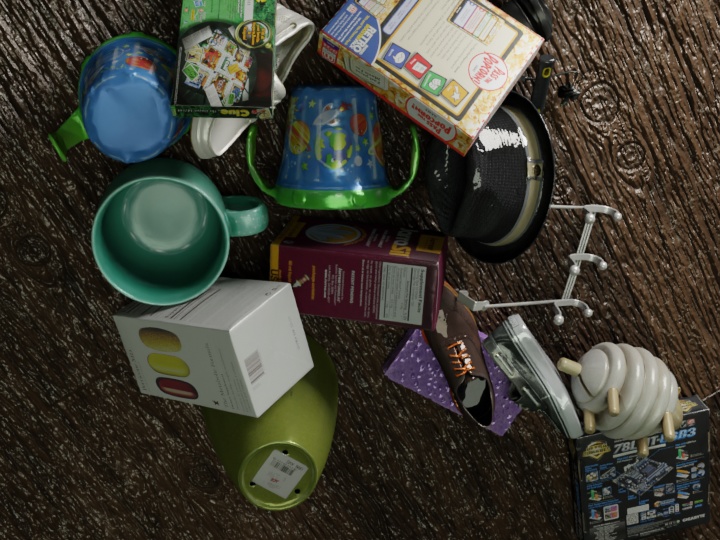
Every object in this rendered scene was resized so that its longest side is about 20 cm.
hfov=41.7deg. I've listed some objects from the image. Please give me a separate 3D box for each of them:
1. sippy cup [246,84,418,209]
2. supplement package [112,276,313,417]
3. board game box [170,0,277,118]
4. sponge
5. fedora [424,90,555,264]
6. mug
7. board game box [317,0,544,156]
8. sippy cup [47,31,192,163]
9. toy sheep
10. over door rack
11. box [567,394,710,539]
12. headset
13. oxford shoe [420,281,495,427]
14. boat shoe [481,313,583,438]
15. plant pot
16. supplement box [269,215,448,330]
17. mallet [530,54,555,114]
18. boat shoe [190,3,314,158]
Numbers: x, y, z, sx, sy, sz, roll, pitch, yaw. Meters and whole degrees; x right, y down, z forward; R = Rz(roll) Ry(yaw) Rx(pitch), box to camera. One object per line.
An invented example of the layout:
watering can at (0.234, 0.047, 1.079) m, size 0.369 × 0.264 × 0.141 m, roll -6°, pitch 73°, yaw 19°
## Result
sippy cup at (-0.031, -0.144, 1.077) m, size 0.176 × 0.139 × 0.133 m, roll -8°, pitch 103°, yaw -31°
supplement package at (-0.172, 0.082, 1.099) m, size 0.198 × 0.109 × 0.115 m, roll 3°, pitch 119°, yaw 38°
board game box at (-0.140, -0.244, 0.994) m, size 0.103 × 0.203 × 0.024 m, roll 0°, pitch 149°, yaw -1°
sponge at (0.140, 0.134, 1.268) m, size 0.198 × 0.030 × 0.112 m, roll 29°, pitch 104°, yaw -17°
fedora at (0.130, -0.107, 1.082) m, size 0.091 × 0.200 × 0.204 m, roll -3°, pitch 115°, yaw -38°
mug at (-0.214, -0.046, 1.096) m, size 0.183 × 0.115 × 0.154 m, roll 21°, pitch 106°, yaw -17°
board game box at (0.076, -0.243, 1.024) m, size 0.199 × 0.046 × 0.152 m, roll 36°, pitch 72°, yaw 5°
sippy cup at (-0.247, -0.180, 1.030) m, size 0.138 × 0.131 × 0.179 m, roll 25°, pitch 106°, yaw -17°
toy sheep at (0.347, 0.162, 1.256) m, size 0.198 × 0.138 × 0.139 m, roll 28°, pitch 105°, yaw -18°
over door rack at (0.231, -0.012, 1.184) m, size 0.197 × 0.067 × 0.150 m, roll 4°, pitch 111°, yaw -27°
box at (0.403, 0.293, 1.361) m, size 0.197 × 0.050 × 0.202 m, roll -12°, pitch 112°, yaw -4°
headset at (0.177, -0.265, 1.108) m, size 0.199 × 0.094 × 0.124 m, roll 36°, pitch 102°, yaw -4°
oxford shoe at (0.129, 0.106, 1.198) m, size 0.070 × 0.073 × 0.202 m, roll -26°, pitch 106°, yaw -1°
boat shoe at (0.224, 0.147, 1.239) m, size 0.070 × 0.072 × 0.201 m, roll -30°, pitch 109°, yaw 11°
plant pot at (-0.108, 0.195, 1.161) m, size 0.184 × 0.200 × 0.190 m, roll -3°, pitch 112°, yaw -7°
supplement box at (0.000, 0.000, 1.121) m, size 0.196 × 0.111 × 0.087 m, roll 6°, pitch 112°, yaw 8°
mallet at (0.211, -0.167, 1.115) m, size 0.065 × 0.042 × 0.202 m, roll 1°, pitch 138°, yaw -12°
boat shoe at (-0.113, -0.204, 1.022) m, size 0.068 × 0.071 × 0.202 m, roll 20°, pitch 72°, yaw 21°
